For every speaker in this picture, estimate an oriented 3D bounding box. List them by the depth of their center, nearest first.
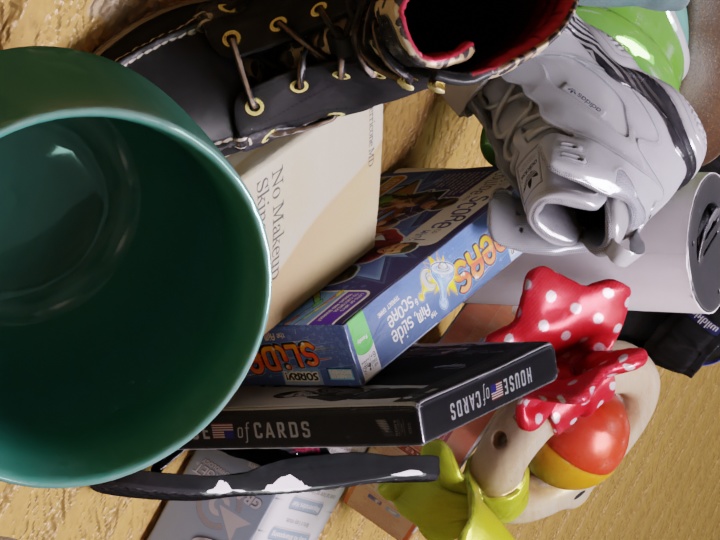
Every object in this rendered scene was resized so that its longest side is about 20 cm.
[{"bbox_3d":[0.110,-0.019,1.242,0.081,0.199,0.082,-6,97,-62],"label":"speaker"}]

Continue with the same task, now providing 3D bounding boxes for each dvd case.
[{"bbox_3d":[-0.022,0.062,1.093,0.150,0.199,0.025,-19,103,-59],"label":"dvd case"}]

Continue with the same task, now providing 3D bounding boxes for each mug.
[{"bbox_3d":[-0.124,-0.023,0.833,0.151,0.114,0.186,-13,116,-17],"label":"mug"}]

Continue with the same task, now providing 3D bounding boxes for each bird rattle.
[{"bbox_3d":[0.105,0.085,1.228,0.163,0.113,0.201,-3,124,-52],"label":"bird rattle"}]

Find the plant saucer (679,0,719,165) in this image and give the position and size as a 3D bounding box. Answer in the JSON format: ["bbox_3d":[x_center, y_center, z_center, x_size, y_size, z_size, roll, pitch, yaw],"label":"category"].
[{"bbox_3d":[0.182,-0.162,1.322,0.036,0.201,0.201,-5,131,-19],"label":"plant saucer"}]

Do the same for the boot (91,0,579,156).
[{"bbox_3d":[-0.015,-0.095,0.923,0.199,0.150,0.074,-17,95,-31],"label":"boot"}]

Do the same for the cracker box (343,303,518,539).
[{"bbox_3d":[0.058,0.087,1.387,0.134,0.058,0.200,-54,174,-20],"label":"cracker box"}]

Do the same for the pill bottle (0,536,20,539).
[{"bbox_3d":[-0.172,0.226,1.044,0.120,0.119,0.200,-49,155,-28],"label":"pill bottle"}]

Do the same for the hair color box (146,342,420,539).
[{"bbox_3d":[-0.049,0.110,1.255,0.201,0.060,0.099,-62,158,-1],"label":"hair color box"}]

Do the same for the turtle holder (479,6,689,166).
[{"bbox_3d":[0.110,-0.150,1.223,0.185,0.141,0.132,38,59,-37],"label":"turtle holder"}]

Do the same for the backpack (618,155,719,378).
[{"bbox_3d":[0.197,-0.022,1.494,0.191,0.199,0.154,95,19,-51],"label":"backpack"}]

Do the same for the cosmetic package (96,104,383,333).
[{"bbox_3d":[-0.073,-0.019,1.019,0.200,0.071,0.106,-40,142,-42],"label":"cosmetic package"}]

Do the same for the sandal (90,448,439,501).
[{"bbox_3d":[-0.052,0.097,1.159,0.199,0.075,0.045,-2,86,-26],"label":"sandal"}]

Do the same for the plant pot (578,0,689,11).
[{"bbox_3d":[0.074,-0.214,0.985,0.200,0.134,0.201,176,-90,-89],"label":"plant pot"}]

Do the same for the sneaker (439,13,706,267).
[{"bbox_3d":[0.082,-0.084,1.111,0.075,0.200,0.115,-51,-174,44],"label":"sneaker"}]

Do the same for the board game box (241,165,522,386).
[{"bbox_3d":[0.000,0.000,1.135,0.200,0.135,0.035,-37,116,-45],"label":"board game box"}]
